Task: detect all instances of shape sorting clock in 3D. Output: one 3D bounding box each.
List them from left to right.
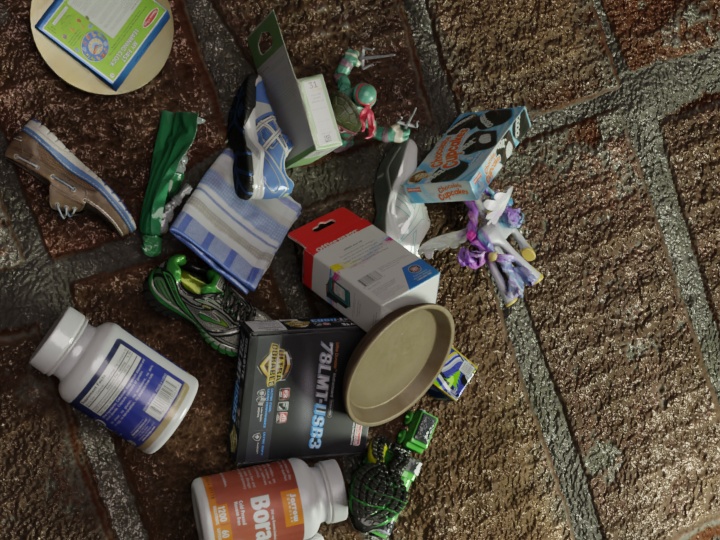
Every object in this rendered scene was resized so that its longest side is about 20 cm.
[{"bbox_3d":[-0.355,-0.340,1.616,0.199,0.039,0.201,3,83,-22],"label":"shape sorting clock"}]

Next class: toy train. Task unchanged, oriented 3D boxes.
[{"bbox_3d":[0.060,0.295,1.705,0.042,0.056,0.201,27,76,-19],"label":"toy train"}]

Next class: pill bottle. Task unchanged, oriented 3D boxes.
[{"bbox_3d":[-0.325,0.139,1.538,0.200,0.120,0.120,37,73,-14],"label":"pill bottle"},{"bbox_3d":[-0.123,0.318,1.591,0.199,0.112,0.113,-10,88,-14],"label":"pill bottle"}]

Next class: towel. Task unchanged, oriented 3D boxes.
[{"bbox_3d":[-0.167,-0.072,1.621,0.147,0.024,0.200,40,41,-12],"label":"towel"}]

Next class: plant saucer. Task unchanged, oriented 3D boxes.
[{"bbox_3d":[0.049,0.125,1.609,0.199,0.029,0.201,-29,139,-28],"label":"plant saucer"}]

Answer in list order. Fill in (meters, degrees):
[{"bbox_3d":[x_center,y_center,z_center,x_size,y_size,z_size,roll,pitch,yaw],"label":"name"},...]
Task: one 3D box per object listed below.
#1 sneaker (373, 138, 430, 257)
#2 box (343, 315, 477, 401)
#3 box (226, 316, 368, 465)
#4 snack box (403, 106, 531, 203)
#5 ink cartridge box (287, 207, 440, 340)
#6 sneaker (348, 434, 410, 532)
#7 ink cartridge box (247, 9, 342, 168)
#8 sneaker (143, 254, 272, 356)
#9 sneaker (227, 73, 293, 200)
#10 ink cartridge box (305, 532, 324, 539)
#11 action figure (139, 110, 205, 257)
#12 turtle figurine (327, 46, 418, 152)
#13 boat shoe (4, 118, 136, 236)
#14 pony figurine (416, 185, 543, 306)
[{"bbox_3d":[0.063,-0.095,1.745,0.080,0.070,0.202,10,89,-26],"label":"sneaker"},{"bbox_3d":[0.071,0.109,1.720,0.200,0.070,0.064,40,74,-13],"label":"box"},{"bbox_3d":[-0.077,0.165,1.625,0.197,0.050,0.201,0,110,-24],"label":"box"},{"bbox_3d":[0.158,-0.170,1.722,0.200,0.116,0.037,-53,128,-40],"label":"snack box"},{"bbox_3d":[0.000,0.000,1.646,0.116,0.200,0.068,-28,139,-34],"label":"ink cartridge box"},{"bbox_3d":[0.020,0.309,1.614,0.078,0.200,0.086,29,109,2],"label":"sneaker"},{"bbox_3d":[-0.095,-0.254,1.651,0.048,0.145,0.201,-15,90,-21],"label":"ink cartridge box"},{"bbox_3d":[-0.194,0.050,1.598,0.199,0.085,0.078,29,48,-18],"label":"sneaker"},{"bbox_3d":[-0.140,-0.185,1.654,0.077,0.076,0.201,6,65,-26],"label":"sneaker"},{"bbox_3d":[-0.118,0.465,1.604,0.199,0.084,0.147,-27,95,-21],"label":"ink cartridge box"},{"bbox_3d":[-0.264,-0.116,1.607,0.054,0.118,0.201,17,87,-29],"label":"action figure"},{"bbox_3d":[-0.007,-0.235,1.652,0.100,0.200,0.151,-22,91,-29],"label":"turtle figurine"},{"bbox_3d":[-0.389,-0.108,1.570,0.200,0.072,0.072,43,76,-2],"label":"boat shoe"},{"bbox_3d":[0.187,-0.051,1.736,0.166,0.193,0.201,-32,97,21],"label":"pony figurine"}]
